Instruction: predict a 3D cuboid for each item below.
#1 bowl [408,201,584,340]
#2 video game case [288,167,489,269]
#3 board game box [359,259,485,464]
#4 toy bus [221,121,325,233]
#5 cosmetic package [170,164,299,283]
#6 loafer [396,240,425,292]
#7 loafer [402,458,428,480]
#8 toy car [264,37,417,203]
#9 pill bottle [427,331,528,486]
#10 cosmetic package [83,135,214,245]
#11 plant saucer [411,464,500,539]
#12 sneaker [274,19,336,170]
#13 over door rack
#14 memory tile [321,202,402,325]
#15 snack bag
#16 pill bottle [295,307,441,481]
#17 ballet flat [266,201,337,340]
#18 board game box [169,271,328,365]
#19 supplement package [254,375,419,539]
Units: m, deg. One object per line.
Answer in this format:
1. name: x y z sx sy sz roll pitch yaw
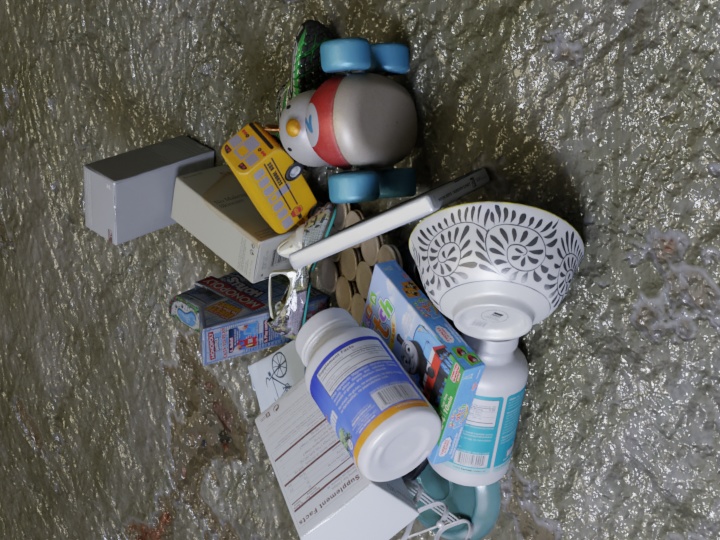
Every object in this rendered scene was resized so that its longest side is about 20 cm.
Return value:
1. bowl: 0.148 0.016 1.211 0.200 0.199 0.096 -31 44 48
2. video game case: 0.036 -0.062 1.287 0.198 0.181 0.024 -23 94 30
3. board game box: 0.065 0.109 1.326 0.200 0.036 0.153 51 139 40
4. toy bus: -0.112 -0.116 1.471 0.065 0.078 0.201 46 172 29
5. cosmetic package: -0.180 -0.072 1.616 0.199 0.103 0.074 36 128 30
6. loafer: 0.086 -0.007 1.378 0.199 0.070 0.069 -8 99 48
7. loafer: 0.026 0.270 1.500 0.071 0.068 0.200 50 141 -3
8. toy car: -0.046 -0.177 1.349 0.197 0.176 0.188 -1 96 33
9. pill bottle: 0.146 0.156 1.348 0.110 0.110 0.203 30 125 36
10. cosmetic package: -0.321 -0.126 1.673 0.090 0.198 0.109 29 124 35
11. plant saucer: 0.108 0.283 1.504 0.198 0.027 0.204 21 120 40
12. sneaker: -0.082 -0.238 1.463 0.085 0.077 0.203 35 129 33
13. over door rack: 0.031 0.343 1.454 0.197 0.068 0.148 -16 139 32
14. memory tile: 0.000 0.000 1.468 0.200 0.017 0.156 48 137 49
15. snack bag: -0.081 0.196 1.560 0.199 0.021 0.192 -31 71 44
16. pill bottle: 0.001 0.140 1.297 0.201 0.110 0.113 51 137 39
17. ballet flat: -0.088 -0.003 1.501 0.072 0.071 0.204 28 109 36
18. board game box: -0.184 0.060 1.599 0.198 0.198 0.063 25 123 38
19. supplement package: -0.032 0.246 1.375 0.117 0.117 0.201 -39 45 10
